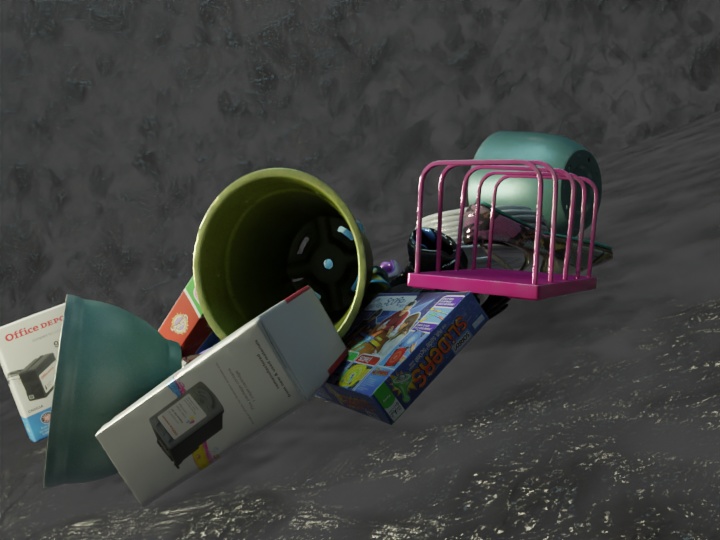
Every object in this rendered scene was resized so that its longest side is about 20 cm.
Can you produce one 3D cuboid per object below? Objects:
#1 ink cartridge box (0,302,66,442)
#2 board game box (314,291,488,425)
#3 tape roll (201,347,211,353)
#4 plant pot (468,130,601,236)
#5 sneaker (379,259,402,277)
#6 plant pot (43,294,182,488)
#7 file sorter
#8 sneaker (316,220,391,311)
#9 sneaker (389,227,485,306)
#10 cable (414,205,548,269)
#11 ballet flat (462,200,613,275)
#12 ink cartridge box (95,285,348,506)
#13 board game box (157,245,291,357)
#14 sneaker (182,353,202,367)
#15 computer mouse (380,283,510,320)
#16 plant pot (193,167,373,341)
[{"bbox_3d":[-0.547,0.175,1.219,0.143,0.205,0.083,-22,6,-31],"label":"ink cartridge box"},{"bbox_3d":[0.024,0.078,0.685,0.135,0.035,0.199,-43,14,-18],"label":"board game box"},{"bbox_3d":[-0.201,0.133,1.063,0.195,0.067,0.200,-21,6,2],"label":"tape roll"},{"bbox_3d":[0.301,-0.134,1.142,0.198,0.207,0.159,-24,18,-36],"label":"plant pot"},{"bbox_3d":[0.004,0.043,1.058,0.197,0.091,0.080,-26,9,-37],"label":"sneaker"},{"bbox_3d":[-0.274,0.136,0.774,0.130,0.207,0.199,6,-5,-22],"label":"plant pot"},{"bbox_3d":[0.157,-0.045,0.718,0.136,0.130,0.198,6,5,33],"label":"file sorter"},{"bbox_3d":[0.000,0.000,0.978,0.127,0.080,0.203,-8,46,33],"label":"sneaker"},{"bbox_3d":[0.078,-0.006,0.945,0.073,0.114,0.197,-39,24,-33],"label":"sneaker"},{"bbox_3d":[0.176,-0.044,1.008,0.193,0.072,0.200,-1,-7,-8],"label":"cable"},{"bbox_3d":[0.220,-0.025,0.874,0.194,0.073,0.069,19,-3,-1],"label":"ballet flat"},{"bbox_3d":[-0.122,0.111,0.646,0.198,0.087,0.148,-35,1,17],"label":"ink cartridge box"},{"bbox_3d":[-0.183,0.034,0.916,0.201,0.040,0.152,-51,-11,30],"label":"board game box"},{"bbox_3d":[-0.156,0.123,0.854,0.115,0.077,0.199,-37,20,-17],"label":"sneaker"},{"bbox_3d":[0.084,0.059,0.827,0.136,0.054,0.198,-27,17,-26],"label":"computer mouse"},{"bbox_3d":[-0.064,-0.005,0.800,0.195,0.206,0.190,-18,-3,15],"label":"plant pot"}]
